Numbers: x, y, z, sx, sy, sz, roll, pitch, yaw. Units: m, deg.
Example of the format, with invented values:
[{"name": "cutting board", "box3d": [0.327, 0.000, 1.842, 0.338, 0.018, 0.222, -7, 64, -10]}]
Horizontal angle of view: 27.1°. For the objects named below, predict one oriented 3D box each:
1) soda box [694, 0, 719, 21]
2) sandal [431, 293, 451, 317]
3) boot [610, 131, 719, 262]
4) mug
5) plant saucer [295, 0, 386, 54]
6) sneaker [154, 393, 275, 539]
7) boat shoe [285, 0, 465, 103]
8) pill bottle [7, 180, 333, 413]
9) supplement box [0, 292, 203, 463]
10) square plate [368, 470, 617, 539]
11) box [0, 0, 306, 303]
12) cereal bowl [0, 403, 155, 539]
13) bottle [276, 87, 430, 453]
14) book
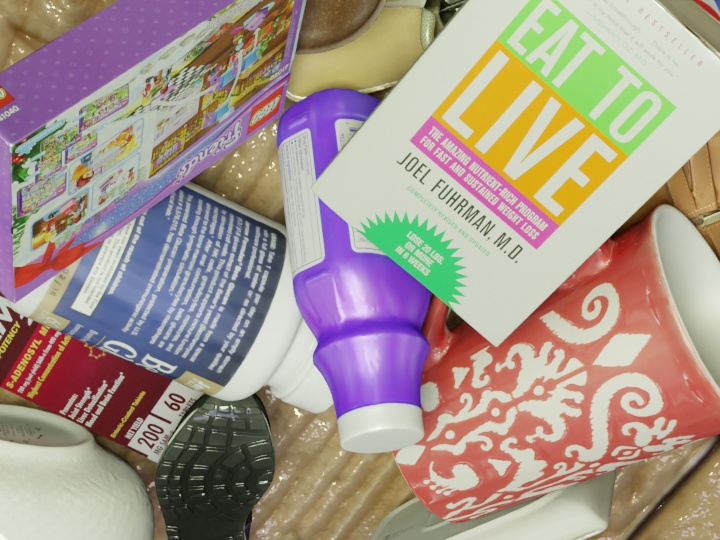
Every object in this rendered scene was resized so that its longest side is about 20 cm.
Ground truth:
[{"name": "soda box", "box3d": [0.174, -0.192, 0.820, 0.067, 0.064, 0.201, -15, 120, 9]}, {"name": "sandal", "box3d": [0.018, 0.027, 0.972, 0.082, 0.050, 0.204, 16, 135, 7]}, {"name": "boot", "box3d": [0.157, -0.060, 0.894, 0.154, 0.077, 0.201, -21, 123, 15]}, {"name": "mug", "box3d": [0.112, 0.045, 0.886, 0.199, 0.133, 0.179, -28, 84, 27]}, {"name": "plant saucer", "box3d": [-0.061, -0.205, 0.780, 0.199, 0.037, 0.201, 25, 146, 18]}, {"name": "sneaker", "box3d": [-0.100, 0.131, 1.002, 0.075, 0.088, 0.201, 6, 133, -8]}, {"name": "boat shoe", "box3d": [0.035, -0.142, 0.844, 0.199, 0.076, 0.072, -25, 119, 15]}, {"name": "pill bottle", "box3d": [-0.097, 0.010, 0.883, 0.199, 0.111, 0.111, 25, 119, -18]}, {"name": "supplement box", "box3d": [-0.188, 0.031, 0.963, 0.199, 0.061, 0.109, 28, 119, -16]}, {"name": "square plate", "box3d": [0.074, 0.165, 0.982, 0.197, 0.200, 0.029, -25, 93, 15]}, {"name": "box", "box3d": [-0.112, -0.084, 0.760, 0.039, 0.200, 0.137, 42, 149, 15]}, {"name": "cereal bowl", "box3d": [-0.225, 0.139, 0.964, 0.198, 0.200, 0.084, 12, 97, -8]}, {"name": "bottle", "box3d": [0.000, 0.000, 0.842, 0.065, 0.202, 0.083, -23, 154, 35]}, {"name": "book", "box3d": [0.084, -0.071, 0.756, 0.133, 0.048, 0.200, 38, 122, -5]}]
